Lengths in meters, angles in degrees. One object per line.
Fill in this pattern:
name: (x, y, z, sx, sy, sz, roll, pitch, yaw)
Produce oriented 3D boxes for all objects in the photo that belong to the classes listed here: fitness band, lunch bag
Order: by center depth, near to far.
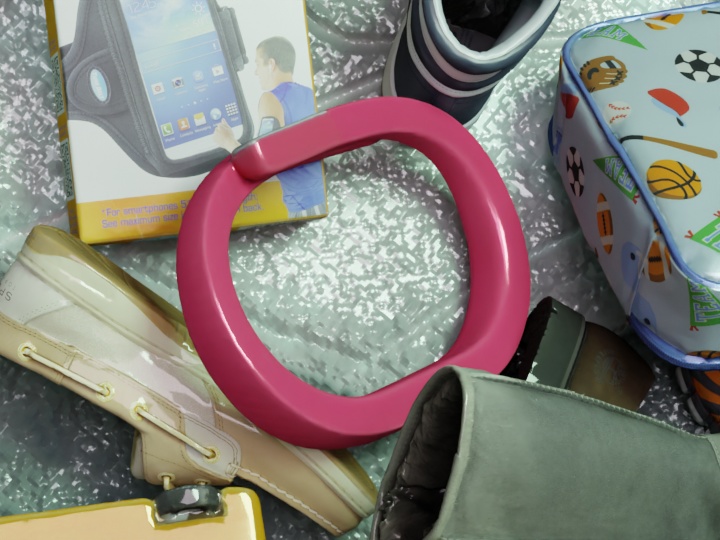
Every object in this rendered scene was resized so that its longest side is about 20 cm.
fitness band: (0.000, 0.000, 1.090, 0.199, 0.037, 0.145, -22, 91, -46)
lunch bag: (0.183, -0.040, 1.128, 0.159, 0.076, 0.201, -8, 48, -15)

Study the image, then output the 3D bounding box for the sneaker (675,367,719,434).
sneaker: (0.212, 0.074, 1.117, 0.077, 0.112, 0.201, -19, 79, -16)

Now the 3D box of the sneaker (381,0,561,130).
sneaker: (0.063, -0.167, 1.157, 0.069, 0.109, 0.202, 15, 72, -7)

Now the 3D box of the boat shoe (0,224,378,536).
boat shoe: (-0.082, 0.063, 1.089, 0.199, 0.074, 0.069, 38, 94, -8)

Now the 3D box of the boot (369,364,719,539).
boot: (0.095, 0.130, 1.035, 0.199, 0.072, 0.183, 2, 106, -36)

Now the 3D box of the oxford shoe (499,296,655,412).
oxford shoe: (0.086, 0.117, 1.103, 0.084, 0.073, 0.201, 26, 73, -10)

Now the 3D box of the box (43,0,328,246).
box: (-0.085, -0.117, 1.126, 0.118, 0.041, 0.202, -7, 92, -13)

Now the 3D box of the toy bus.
toy bus: (-0.140, 0.140, 1.045, 0.198, 0.078, 0.066, -7, 75, -13)
